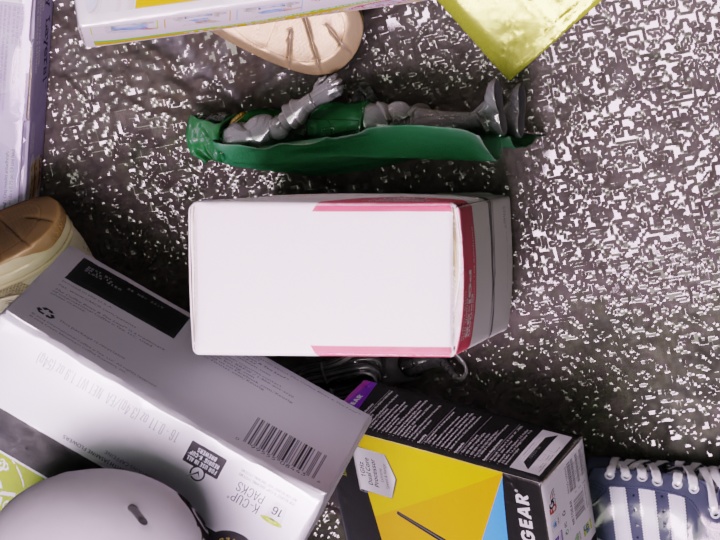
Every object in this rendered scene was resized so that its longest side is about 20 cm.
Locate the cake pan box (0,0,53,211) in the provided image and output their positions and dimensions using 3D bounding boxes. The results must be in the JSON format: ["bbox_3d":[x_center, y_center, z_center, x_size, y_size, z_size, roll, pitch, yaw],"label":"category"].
[{"bbox_3d":[-0.272,-0.131,1.696,0.183,0.052,0.201,7,110,6],"label":"cake pan box"}]

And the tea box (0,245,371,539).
[{"bbox_3d":[-0.133,0.130,1.600,0.199,0.134,0.198,29,110,2],"label":"tea box"}]

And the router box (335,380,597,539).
[{"bbox_3d":[0.065,0.169,1.675,0.148,0.051,0.201,13,130,33],"label":"router box"}]

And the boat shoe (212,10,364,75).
[{"bbox_3d":[-0.088,-0.174,1.637,0.199,0.065,0.072,25,107,-1],"label":"boat shoe"}]

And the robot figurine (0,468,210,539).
[{"bbox_3d":[-0.132,0.199,1.487,0.149,0.125,0.201,3,107,4],"label":"robot figurine"}]

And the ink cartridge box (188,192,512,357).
[{"bbox_3d":[0.000,0.000,1.599,0.145,0.200,0.083,0,92,11],"label":"ink cartridge box"}]

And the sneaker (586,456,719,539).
[{"bbox_3d":[0.179,0.126,1.685,0.199,0.070,0.109,30,108,2],"label":"sneaker"}]

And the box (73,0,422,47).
[{"bbox_3d":[-0.057,-0.189,1.550,0.198,0.101,0.113,-9,89,-4],"label":"box"}]

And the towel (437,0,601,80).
[{"bbox_3d":[0.047,-0.206,1.628,0.086,0.018,0.200,-40,98,23],"label":"towel"}]

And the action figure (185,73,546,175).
[{"bbox_3d":[-0.008,-0.080,1.645,0.199,0.118,0.055,-4,87,21],"label":"action figure"}]

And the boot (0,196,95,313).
[{"bbox_3d":[-0.212,0.050,1.722,0.199,0.073,0.156,-22,124,28],"label":"boot"}]

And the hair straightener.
[{"bbox_3d":[-0.034,0.077,1.704,0.199,0.077,0.041,-13,79,16],"label":"hair straightener"}]
